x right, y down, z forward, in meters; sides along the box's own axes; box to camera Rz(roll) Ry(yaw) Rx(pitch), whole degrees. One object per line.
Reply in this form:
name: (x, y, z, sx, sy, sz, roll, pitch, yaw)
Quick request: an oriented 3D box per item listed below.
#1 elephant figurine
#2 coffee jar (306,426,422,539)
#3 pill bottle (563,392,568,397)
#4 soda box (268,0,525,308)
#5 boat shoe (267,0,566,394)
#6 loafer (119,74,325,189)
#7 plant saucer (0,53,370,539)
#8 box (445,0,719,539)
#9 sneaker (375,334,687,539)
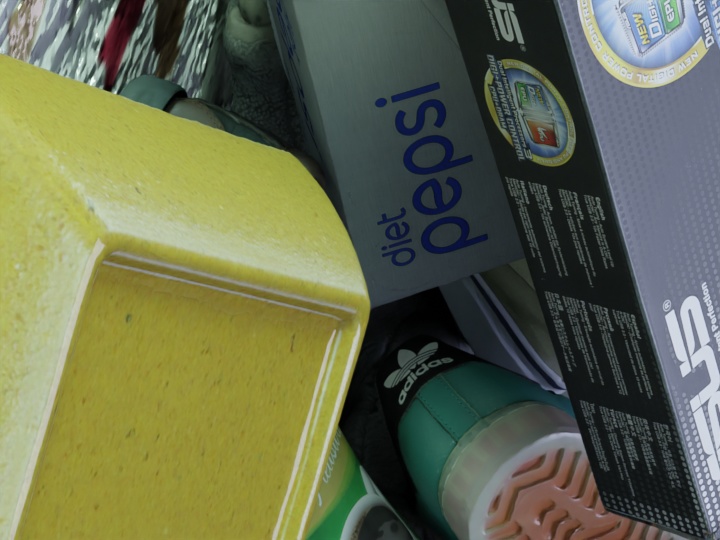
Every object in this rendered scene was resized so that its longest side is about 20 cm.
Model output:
elephant figurine: (0.000, 0.000, 0.962, 0.155, 0.141, 0.200, -178, -91, -69)
coffee jar: (-0.013, 0.118, 0.852, 0.085, 0.200, 0.104, -27, -159, 32)
pill bottle: (0.025, 0.135, 1.103, 0.200, 0.112, 0.112, -30, 166, -3)
soda box: (0.008, -0.084, 0.758, 0.200, 0.068, 0.063, 77, -7, -46)
boat shoe: (0.040, -0.042, 0.887, 0.200, 0.062, 0.072, 55, 41, -30)
loafer: (-0.066, 0.033, 0.730, 0.072, 0.063, 0.200, 97, 11, -57)
plant saucer: (-0.064, 0.060, 0.636, 0.200, 0.048, 0.200, 15, 91, -64)
box: (0.107, -0.051, 0.744, 0.160, 0.044, 0.200, -36, 122, -31)
sneaker: (0.068, 0.085, 0.899, 0.071, 0.080, 0.200, -39, 138, -2)
